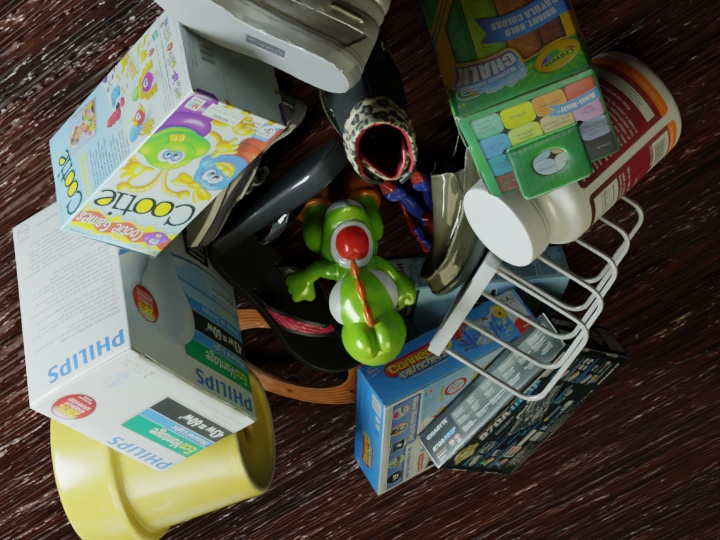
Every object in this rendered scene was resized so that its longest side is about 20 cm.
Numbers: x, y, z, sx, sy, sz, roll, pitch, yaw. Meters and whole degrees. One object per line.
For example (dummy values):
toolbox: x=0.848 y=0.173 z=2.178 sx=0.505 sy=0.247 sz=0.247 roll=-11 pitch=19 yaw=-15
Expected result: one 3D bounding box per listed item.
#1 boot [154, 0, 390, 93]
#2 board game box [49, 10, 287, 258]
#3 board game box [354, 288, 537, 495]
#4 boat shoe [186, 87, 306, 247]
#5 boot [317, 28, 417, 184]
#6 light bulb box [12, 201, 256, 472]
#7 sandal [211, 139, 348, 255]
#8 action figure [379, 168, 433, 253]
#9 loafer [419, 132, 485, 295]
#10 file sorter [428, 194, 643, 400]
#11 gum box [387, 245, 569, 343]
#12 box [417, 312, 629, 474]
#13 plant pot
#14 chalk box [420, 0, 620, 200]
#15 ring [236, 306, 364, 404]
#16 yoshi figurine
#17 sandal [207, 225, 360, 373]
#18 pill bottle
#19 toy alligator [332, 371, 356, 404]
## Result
boot: x=-0.075 y=-0.228 z=1.362 sx=0.198 sy=0.096 sz=0.074 roll=27 pitch=159 yaw=-3
board game box: x=-0.169 y=-0.118 z=1.450 sx=0.102 sy=0.106 sz=0.200 roll=18 pitch=135 yaw=-38
board game box: x=0.091 y=0.133 z=1.806 sx=0.194 sy=0.056 sz=0.201 roll=-26 pitch=150 yaw=-18
boat shoe: x=-0.108 y=-0.090 z=1.541 sx=0.062 sy=0.073 sz=0.201 roll=8 pitch=135 yaw=-24
boot: x=0.008 y=-0.126 z=1.458 sx=0.073 sy=0.155 sz=0.204 roll=-13 pitch=145 yaw=-1
light bulb box: x=-0.214 y=0.052 z=1.587 sx=0.124 sy=0.202 sz=0.198 roll=-28 pitch=144 yaw=20
sandal: x=-0.074 y=-0.055 z=1.560 sx=0.043 sy=0.076 sz=0.199 roll=45 pitch=141 yaw=-14
action figure: x=0.068 y=-0.064 z=1.657 sx=0.065 sy=0.052 sz=0.200 roll=-21 pitch=139 yaw=17
loafer: x=0.092 y=-0.076 z=1.591 sx=0.069 sy=0.075 sz=0.202 roll=17 pitch=99 yaw=-17
file sorter: x=0.176 y=0.005 z=1.633 sx=0.124 sy=0.201 sz=0.139 roll=31 pitch=136 yaw=1
gum box: x=0.114 y=0.048 z=1.836 sx=0.197 sy=0.045 sz=0.171 roll=-4 pitch=145 yaw=-14
box: x=0.176 y=0.136 z=1.797 sx=0.200 sy=0.046 sz=0.158 roll=-47 pitch=150 yaw=20
plant pot: x=-0.195 y=0.177 z=1.741 sx=0.187 sy=0.203 sz=0.201 roll=-10 pitch=147 yaw=15
chalk box: x=0.139 y=-0.155 z=1.423 sx=0.124 sy=0.202 sz=0.124 roll=-20 pitch=145 yaw=8
ring: x=-0.072 y=0.087 z=1.782 sx=0.198 sy=0.019 sz=0.201 roll=14 pitch=151 yaw=8
yoshi figurine: x=-0.004 y=0.010 z=1.603 sx=0.111 sy=0.202 sz=0.112 roll=22 pitch=132 yaw=-42
sandal: x=-0.066 y=0.029 z=1.656 sx=0.200 sy=0.075 sz=0.045 roll=42 pitch=150 yaw=-16
pill bottle: x=0.190 y=-0.099 z=1.524 sx=0.200 sy=0.113 sz=0.113 roll=-41 pitch=153 yaw=-22
toy alligator: x=-0.022 y=0.077 z=1.822 sx=0.059 sy=0.055 sz=0.201 roll=15 pitch=154 yaw=26
